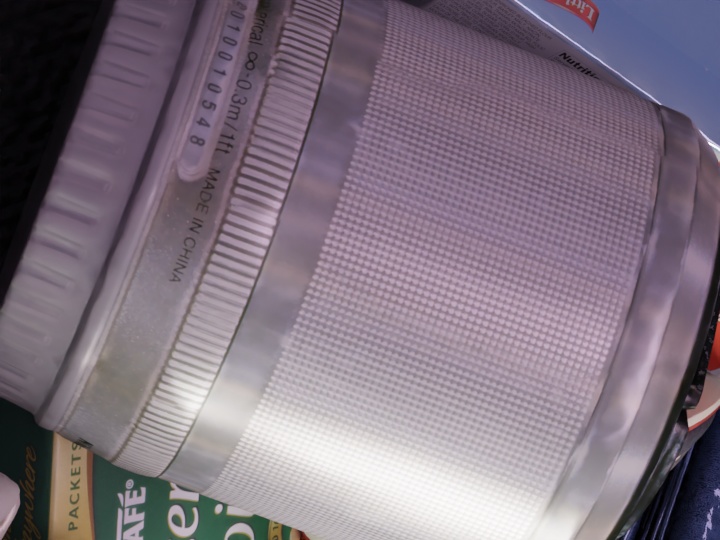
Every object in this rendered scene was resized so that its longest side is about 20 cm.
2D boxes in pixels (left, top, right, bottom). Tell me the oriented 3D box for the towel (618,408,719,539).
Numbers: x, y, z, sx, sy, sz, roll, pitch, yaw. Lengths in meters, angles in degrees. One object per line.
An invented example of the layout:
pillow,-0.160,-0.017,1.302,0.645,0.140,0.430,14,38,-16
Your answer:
towel,0.142,0.069,1.133,0.112,0.048,0.201,49,57,-60

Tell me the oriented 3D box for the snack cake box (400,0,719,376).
snack cake box,0.091,-0.051,0.967,0.200,0.115,0.067,33,57,-22

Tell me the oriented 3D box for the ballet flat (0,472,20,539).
ballet flat,-0.113,0.098,0.884,0.200,0.067,0.062,47,65,-19

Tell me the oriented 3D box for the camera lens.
camera lens,0.000,0.000,0.868,0.199,0.160,0.161,21,88,-9

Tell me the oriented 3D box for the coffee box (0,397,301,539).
coffee box,-0.042,0.084,0.987,0.199,0.044,0.124,-6,107,-43

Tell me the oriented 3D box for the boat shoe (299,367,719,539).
boat shoe,0.053,0.077,0.997,0.200,0.071,0.063,-25,128,-41
